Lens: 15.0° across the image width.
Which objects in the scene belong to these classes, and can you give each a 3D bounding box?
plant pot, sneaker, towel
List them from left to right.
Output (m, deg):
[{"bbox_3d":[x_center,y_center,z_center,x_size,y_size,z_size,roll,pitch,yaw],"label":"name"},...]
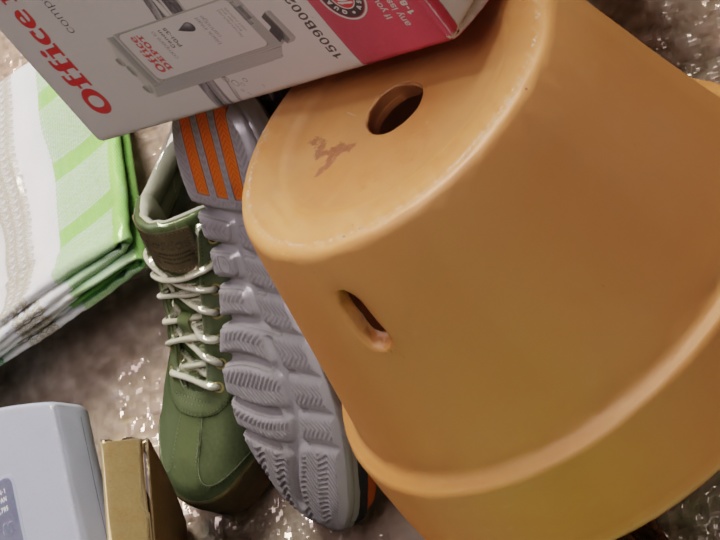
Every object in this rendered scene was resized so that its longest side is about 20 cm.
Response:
[{"bbox_3d":[-0.184,-0.016,1.260,0.200,0.031,0.150,-34,51,26],"label":"towel"},{"bbox_3d":[-0.066,-0.002,1.146,0.067,0.090,0.201,10,86,37],"label":"sneaker"},{"bbox_3d":[0.000,0.000,1.106,0.077,0.112,0.201,16,124,48],"label":"sneaker"},{"bbox_3d":[0.052,-0.015,0.978,0.199,0.140,0.201,-30,33,22],"label":"plant pot"}]

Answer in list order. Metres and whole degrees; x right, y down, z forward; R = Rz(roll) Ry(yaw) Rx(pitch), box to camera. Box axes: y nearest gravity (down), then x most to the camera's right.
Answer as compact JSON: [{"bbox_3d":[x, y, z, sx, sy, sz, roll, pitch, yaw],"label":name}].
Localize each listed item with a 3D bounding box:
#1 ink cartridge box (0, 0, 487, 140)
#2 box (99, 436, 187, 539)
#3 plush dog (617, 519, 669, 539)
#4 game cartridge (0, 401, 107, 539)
[{"bbox_3d":[-0.059,-0.137,0.979,0.199,0.147,0.083,-13,37,45],"label":"ink cartridge box"},{"bbox_3d":[-0.077,0.181,1.079,0.021,0.164,0.201,-6,73,0],"label":"box"},{"bbox_3d":[0.060,0.165,0.994,0.171,0.161,0.201,-20,67,3],"label":"plush dog"},{"bbox_3d":[-0.186,0.141,1.203,0.199,0.041,0.134,-28,67,29],"label":"game cartridge"}]
